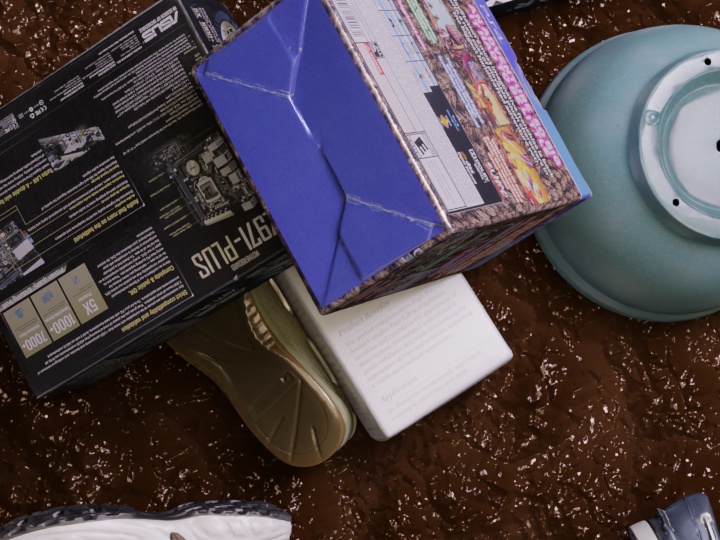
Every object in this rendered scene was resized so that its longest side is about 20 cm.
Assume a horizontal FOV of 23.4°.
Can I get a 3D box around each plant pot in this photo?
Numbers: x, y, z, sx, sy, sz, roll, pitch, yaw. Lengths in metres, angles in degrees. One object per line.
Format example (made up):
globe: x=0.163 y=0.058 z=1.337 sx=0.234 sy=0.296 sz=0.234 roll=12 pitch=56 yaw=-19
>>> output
plant pot: x=0.216 y=-0.072 z=1.127 sx=0.199 sy=0.134 sz=0.201 roll=1 pitch=84 yaw=-9

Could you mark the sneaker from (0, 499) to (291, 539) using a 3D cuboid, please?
sneaker: x=-0.142 y=0.184 z=1.078 sx=0.199 sy=0.074 sz=0.080 roll=2 pitch=90 yaw=-9

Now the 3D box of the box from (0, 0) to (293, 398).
box: x=-0.136 y=-0.044 z=1.047 sx=0.199 sy=0.086 sz=0.164 roll=-31 pitch=84 yaw=16

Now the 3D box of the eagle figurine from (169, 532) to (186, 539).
eagle figurine: x=-0.131 y=0.253 z=0.995 sx=0.150 sy=0.152 sz=0.201 roll=31 pitch=79 yaw=4

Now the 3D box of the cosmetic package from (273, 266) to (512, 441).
cosmetic package: x=0.000 y=0.000 z=1.117 sx=0.101 sy=0.074 sz=0.201 roll=-31 pitch=88 yaw=-10

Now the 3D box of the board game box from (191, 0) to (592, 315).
board game box: x=0.024 y=-0.079 z=1.009 sx=0.097 sy=0.200 sz=0.160 roll=-33 pitch=81 yaw=29

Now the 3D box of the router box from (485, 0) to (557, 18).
router box: x=0.127 y=-0.264 z=1.171 sx=0.199 sy=0.052 sz=0.158 roll=-17 pitch=88 yaw=-10

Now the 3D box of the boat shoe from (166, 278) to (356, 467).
boat shoe: x=-0.075 y=0.035 z=1.114 sx=0.073 sy=0.063 sz=0.201 roll=-42 pitch=85 yaw=15

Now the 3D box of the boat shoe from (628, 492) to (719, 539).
boat shoe: x=0.240 y=0.237 z=1.093 sx=0.062 sy=0.075 sz=0.201 roll=-28 pitch=74 yaw=0
